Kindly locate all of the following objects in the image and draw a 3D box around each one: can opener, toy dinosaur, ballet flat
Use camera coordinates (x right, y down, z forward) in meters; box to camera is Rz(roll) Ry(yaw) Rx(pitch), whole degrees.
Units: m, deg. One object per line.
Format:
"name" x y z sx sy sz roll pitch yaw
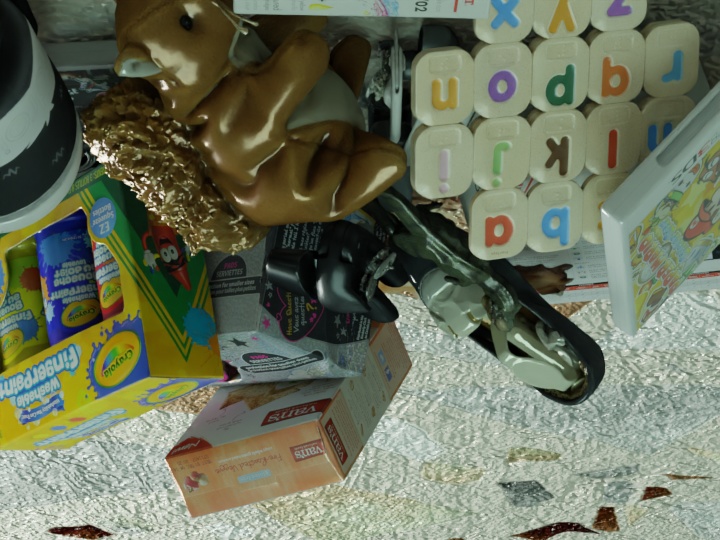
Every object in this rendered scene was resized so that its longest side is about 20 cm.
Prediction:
"can opener" 0.000 0.000 1.425 0.078 0.064 0.200 22 -179 19
"can opener" 0.033 -0.102 1.457 0.066 0.053 0.200 2 154 -3
"toy dinosaur" 0.041 -0.029 1.447 0.200 0.088 0.048 35 95 -35
"ballet flat" 0.101 0.035 1.528 0.200 0.073 0.073 37 142 -13

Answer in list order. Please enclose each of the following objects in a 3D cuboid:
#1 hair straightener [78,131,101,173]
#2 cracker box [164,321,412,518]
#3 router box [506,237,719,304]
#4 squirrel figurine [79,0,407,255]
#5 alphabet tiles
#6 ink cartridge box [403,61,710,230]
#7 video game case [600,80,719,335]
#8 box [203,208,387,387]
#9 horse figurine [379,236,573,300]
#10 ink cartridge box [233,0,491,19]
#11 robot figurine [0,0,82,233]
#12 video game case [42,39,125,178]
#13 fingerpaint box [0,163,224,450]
"hair straightener" -0.236 -0.080 1.485 0.199 0.041 0.077 -21 169 26
"cracker box" -0.052 0.108 1.592 0.134 0.200 0.058 -16 108 23
"router box" 0.195 -0.037 1.598 0.199 0.049 0.180 -5 154 10
"squirrel figurine" -0.101 -0.106 1.338 0.200 0.142 0.186 -36 132 28
"alphabet tiles" 0.127 -0.106 1.336 0.199 0.015 0.196 -9 113 -17
"ink cartridge box" 0.136 -0.084 1.427 0.199 0.068 0.117 -8 156 -16
"video game case" 0.234 -0.059 1.395 0.023 0.182 0.200 40 169 22
"box" -0.094 0.011 1.557 0.115 0.133 0.200 25 159 -39
"horse figurine" 0.061 0.009 1.609 0.199 0.050 0.133 19 161 6
"ink cartridge box" 0.024 -0.208 1.223 0.199 0.068 0.115 0 154 -2
"robot figurine" -0.252 -0.104 1.309 0.150 0.125 0.200 -35 156 -7
"video game case" -0.238 -0.107 1.482 0.199 0.023 0.182 -2 154 6
"fingerpaint box" -0.200 0.028 1.516 0.073 0.168 0.200 4 160 -43
